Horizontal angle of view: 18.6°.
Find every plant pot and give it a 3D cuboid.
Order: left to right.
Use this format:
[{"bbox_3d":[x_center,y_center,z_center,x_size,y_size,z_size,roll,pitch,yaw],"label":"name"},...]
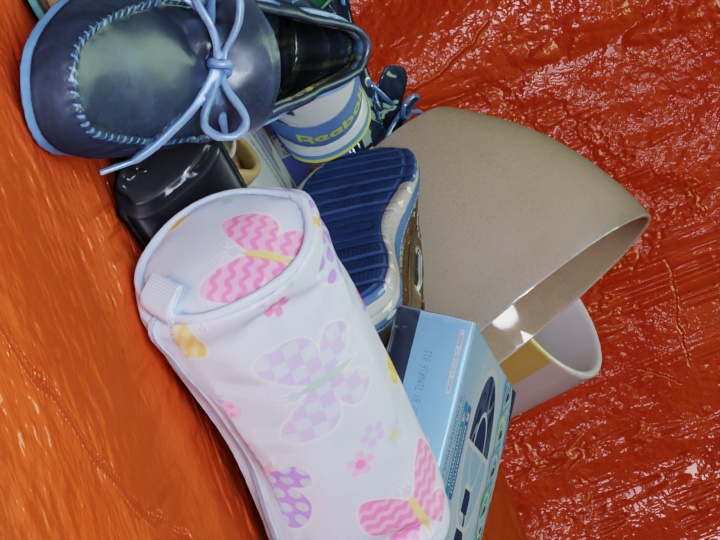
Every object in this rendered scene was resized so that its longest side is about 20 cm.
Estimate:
[{"bbox_3d":[0.059,-0.020,1.338,0.135,0.200,0.200,52,1,11],"label":"plant pot"}]

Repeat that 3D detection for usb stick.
[{"bbox_3d":[-0.062,-0.001,1.020,0.033,0.055,0.200,45,-9,30],"label":"usb stick"}]

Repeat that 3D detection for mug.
[{"bbox_3d":[0.087,0.055,1.851,0.187,0.153,0.150,43,27,-18],"label":"mug"}]

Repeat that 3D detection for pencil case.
[{"bbox_3d":[-0.028,0.057,0.968,0.083,0.090,0.201,49,-14,50],"label":"pencil case"}]

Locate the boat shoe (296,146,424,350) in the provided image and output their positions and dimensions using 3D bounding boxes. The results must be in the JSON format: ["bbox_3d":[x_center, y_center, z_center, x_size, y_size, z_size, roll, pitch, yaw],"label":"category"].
[{"bbox_3d":[0.000,0.000,1.199,0.200,0.072,0.073,-77,154,-59],"label":"boat shoe"}]

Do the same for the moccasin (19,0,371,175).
[{"bbox_3d":[-0.061,-0.092,0.897,0.200,0.068,0.081,-31,120,-58],"label":"moccasin"}]

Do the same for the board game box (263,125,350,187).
[{"bbox_3d":[-0.023,-0.032,1.461,0.201,0.045,0.134,68,-8,-25],"label":"board game box"}]

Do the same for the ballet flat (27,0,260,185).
[{"bbox_3d":[-0.098,-0.102,0.966,0.200,0.063,0.069,65,7,-47],"label":"ballet flat"}]

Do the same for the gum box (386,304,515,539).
[{"bbox_3d":[0.033,0.123,1.148,0.200,0.044,0.171,56,47,-74],"label":"gum box"}]

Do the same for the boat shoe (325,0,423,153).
[{"bbox_3d":[0.003,-0.118,1.439,0.201,0.068,0.084,65,-7,-5],"label":"boat shoe"}]

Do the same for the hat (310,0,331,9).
[{"bbox_3d":[-0.087,-0.215,1.044,0.166,0.200,0.176,48,10,29],"label":"hat"}]

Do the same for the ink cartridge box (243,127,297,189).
[{"bbox_3d":[-0.059,-0.036,1.265,0.200,0.040,0.201,61,10,-63],"label":"ink cartridge box"}]

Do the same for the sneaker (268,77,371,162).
[{"bbox_3d":[-0.065,-0.156,1.246,0.200,0.074,0.082,50,-2,14],"label":"sneaker"}]
